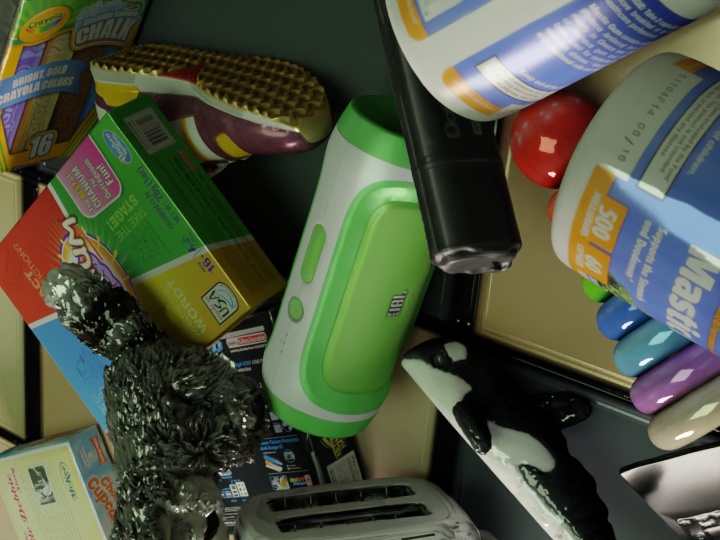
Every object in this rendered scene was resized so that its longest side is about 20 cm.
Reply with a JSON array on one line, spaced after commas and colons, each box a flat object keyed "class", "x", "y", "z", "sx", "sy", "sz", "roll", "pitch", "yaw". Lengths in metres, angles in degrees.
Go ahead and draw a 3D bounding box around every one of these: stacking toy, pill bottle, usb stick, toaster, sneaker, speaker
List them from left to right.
[{"class": "sneaker", "x": -0.095, "y": -0.091, "z": 0.846, "sx": 0.199, "sy": 0.075, "sz": 0.091, "roll": 20, "pitch": 126, "yaw": 37}, {"class": "toaster", "x": -0.008, "y": 0.211, "z": 0.816, "sx": 0.114, "sy": 0.198, "sz": 0.130, "roll": -143, "pitch": 50, "yaw": -74}, {"class": "speaker", "x": 0.000, "y": 0.000, "z": 0.783, "sx": 0.088, "sy": 0.088, "sz": 0.201, "roll": 30, "pitch": 116, "yaw": 24}, {"class": "usb stick", "x": 0.044, "y": -0.094, "z": 0.707, "sx": 0.033, "sy": 0.055, "sz": 0.202, "roll": 137, "pitch": 126, "yaw": -60}, {"class": "pill bottle", "x": 0.117, "y": -0.161, "z": 0.633, "sx": 0.199, "sy": 0.112, "sz": 0.113, "roll": -24, "pitch": 91, "yaw": 38}, {"class": "stacking toy", "x": 0.143, "y": -0.008, "z": 0.693, "sx": 0.085, "sy": 0.085, "sz": 0.201, "roll": -41, "pitch": 75, "yaw": 38}, {"class": "pill bottle", "x": 0.195, "y": -0.006, "z": 0.567, "sx": 0.199, "sy": 0.112, "sz": 0.113, "roll": 33, "pitch": 123, "yaw": 26}]

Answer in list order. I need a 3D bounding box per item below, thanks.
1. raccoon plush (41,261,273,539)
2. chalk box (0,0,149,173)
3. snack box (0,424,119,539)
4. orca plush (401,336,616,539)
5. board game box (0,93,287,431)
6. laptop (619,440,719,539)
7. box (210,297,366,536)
[{"class": "raccoon plush", "x": -0.152, "y": 0.105, "z": 0.791, "sx": 0.199, "sy": 0.134, "sz": 0.097, "roll": 32, "pitch": 138, "yaw": 10}, {"class": "chalk box", "x": -0.233, "y": -0.184, "z": 0.877, "sx": 0.125, "sy": 0.124, "sz": 0.201, "roll": 43, "pitch": 125, "yaw": 17}, {"class": "snack box", "x": -0.232, "y": 0.236, "z": 1.076, "sx": 0.116, "sy": 0.037, "sz": 0.202, "roll": -17, "pitch": 96, "yaw": 38}, {"class": "orca plush", "x": 0.110, "y": 0.100, "z": 0.754, "sx": 0.071, "sy": 0.105, "sz": 0.200, "roll": -42, "pitch": 48, "yaw": 0}, {"class": "board game box", "x": -0.157, "y": 0.002, "z": 0.862, "sx": 0.153, "sy": 0.040, "sz": 0.200, "roll": 53, "pitch": 132, "yaw": 2}, {"class": "laptop", "x": 0.252, "y": 0.176, "z": 0.651, "sx": 0.177, "sy": 0.104, "sz": 0.200, "roll": -24, "pitch": 122, "yaw": 38}, {"class": "box", "x": -0.100, "y": 0.110, "z": 0.929, "sx": 0.199, "sy": 0.046, "sz": 0.160, "roll": -12, "pitch": 98, "yaw": 38}]
